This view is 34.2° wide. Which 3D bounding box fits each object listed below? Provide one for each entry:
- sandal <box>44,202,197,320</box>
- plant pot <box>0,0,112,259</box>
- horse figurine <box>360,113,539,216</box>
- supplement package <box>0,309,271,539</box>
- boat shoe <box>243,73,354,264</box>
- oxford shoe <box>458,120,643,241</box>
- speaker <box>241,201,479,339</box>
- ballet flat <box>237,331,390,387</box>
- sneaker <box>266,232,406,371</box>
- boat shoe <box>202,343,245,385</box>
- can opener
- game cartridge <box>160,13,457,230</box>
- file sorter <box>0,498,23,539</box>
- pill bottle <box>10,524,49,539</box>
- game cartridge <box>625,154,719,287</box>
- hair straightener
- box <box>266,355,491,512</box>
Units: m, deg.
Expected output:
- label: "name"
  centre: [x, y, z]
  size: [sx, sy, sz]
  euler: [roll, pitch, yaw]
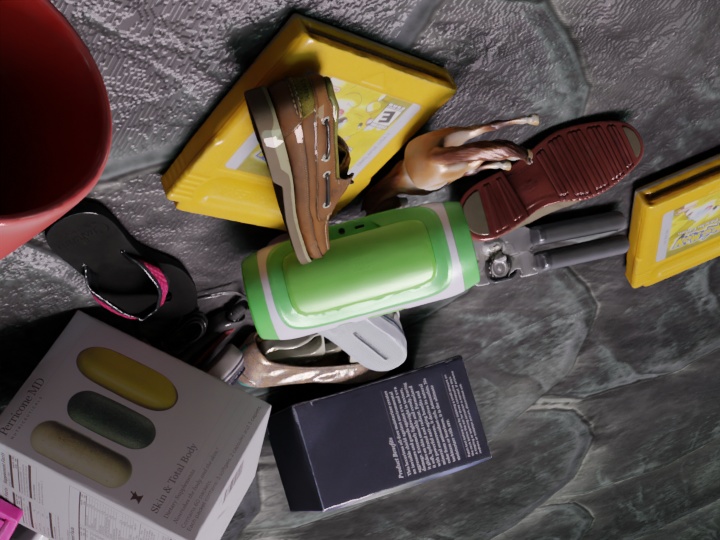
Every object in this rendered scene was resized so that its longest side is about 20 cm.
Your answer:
- label: "sandal"
  centre: [-0.202, 0.008, 1.004]
  size: [0.075, 0.045, 0.200]
  euler: [-29, 150, 7]
- label: "plant pot"
  centre: [-0.276, -0.069, 0.698]
  size: [0.200, 0.202, 0.177]
  euler: [4, 149, -40]
- label: "horse figurine"
  centre: [0.077, -0.092, 1.006]
  size: [0.132, 0.050, 0.200]
  euler: [-13, 178, -13]
- label: "supplement package"
  centre: [-0.208, 0.171, 1.059]
  size: [0.152, 0.199, 0.151]
  euler: [-60, 173, -37]
- label: "boat shoe"
  centre: [-0.036, -0.073, 0.913]
  size: [0.068, 0.072, 0.200]
  euler: [-19, 151, -5]
- label: "oxford shoe"
  centre: [0.177, -0.088, 1.132]
  size: [0.199, 0.071, 0.075]
  euler: [-23, 177, -6]
- label: "speaker"
  centre: [0.000, 0.000, 1.029]
  size: [0.199, 0.089, 0.089]
  euler: [-15, 150, 1]
- label: "ballet flat"
  centre: [-0.038, 0.084, 1.230]
  size: [0.199, 0.068, 0.067]
  euler: [-7, 139, -31]
- label: "sneaker"
  centre: [-0.027, 0.022, 1.139]
  size: [0.073, 0.071, 0.200]
  euler: [-29, 129, 17]
- label: "boat shoe"
  centre: [-0.141, 0.150, 1.195]
  size: [0.075, 0.093, 0.200]
  euler: [-50, -178, -36]
- label: "can opener"
  centre: [0.191, -0.024, 1.256]
  size: [0.199, 0.054, 0.067]
  euler: [-11, 180, -23]
- label: "game cartridge"
  centre: [-0.043, -0.107, 0.951]
  size: [0.176, 0.033, 0.200]
  euler: [9, 135, -44]
- label: "file sorter"
  centre: [-0.431, 0.244, 1.033]
  size: [0.199, 0.126, 0.139]
  euler: [31, 131, -7]
- label: "pill bottle"
  centre: [-0.306, 0.267, 1.276]
  size: [0.111, 0.112, 0.200]
  euler: [-35, 149, 18]
- label: "game cartridge"
  centre: [0.390, -0.061, 1.329]
  size: [0.175, 0.033, 0.200]
  euler: [-23, 149, -3]
- label: "hair straightener"
  centre: [-0.179, 0.083, 1.144]
  size: [0.200, 0.041, 0.077]
  euler: [-39, 148, 26]
- label: "box"
  centre: [0.012, 0.189, 1.314]
  size: [0.197, 0.124, 0.200]
  euler: [-14, 172, -15]
